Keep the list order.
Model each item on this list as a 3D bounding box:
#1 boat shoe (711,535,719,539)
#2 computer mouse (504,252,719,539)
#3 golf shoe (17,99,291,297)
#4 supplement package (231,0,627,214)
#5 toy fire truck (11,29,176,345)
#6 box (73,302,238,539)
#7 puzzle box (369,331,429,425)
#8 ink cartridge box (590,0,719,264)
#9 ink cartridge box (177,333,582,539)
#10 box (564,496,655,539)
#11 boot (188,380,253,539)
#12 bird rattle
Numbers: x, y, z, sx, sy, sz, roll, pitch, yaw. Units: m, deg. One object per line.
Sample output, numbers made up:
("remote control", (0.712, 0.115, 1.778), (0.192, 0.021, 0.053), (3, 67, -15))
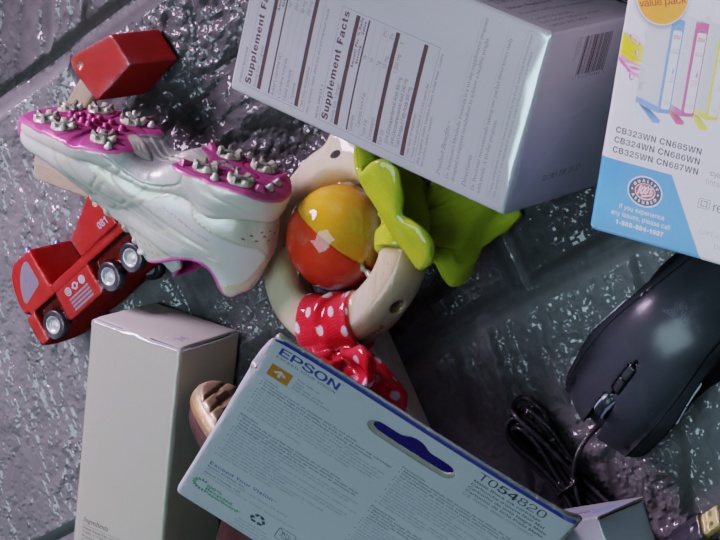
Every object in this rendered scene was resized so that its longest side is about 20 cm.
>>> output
("boat shoe", (0.227, 0.174, 1.236), (0.072, 0.072, 0.200), (33, 120, 44))
("computer mouse", (0.171, 0.087, 1.265), (0.200, 0.046, 0.140), (-46, 72, 33))
("golf shoe", (-0.137, -0.046, 1.385), (0.200, 0.075, 0.092), (22, 117, 28))
("supplement package", (0.043, -0.127, 1.270), (0.200, 0.114, 0.110), (26, 115, 28))
("toy fire truck", (-0.179, -0.054, 1.483), (0.200, 0.049, 0.141), (-38, 77, 35))
("box", (-0.140, 0.129, 1.481), (0.082, 0.068, 0.200), (19, 109, 31))
("puzzle box", (0.002, 0.148, 1.411), (0.133, 0.025, 0.200), (-26, 84, 36))
("ink cartridge box", (0.216, -0.111, 1.144), (0.129, 0.125, 0.200), (17, 110, 32))
("ink cartridge box", (0.011, 0.122, 1.264), (0.200, 0.041, 0.200), (33, 142, -1))
("box", (0.138, 0.240, 1.294), (0.156, 0.041, 0.200), (-19, 90, 58))
("boot", (-0.083, 0.190, 1.418), (0.166, 0.072, 0.200), (-44, 77, 31))
("bird rattle", (0.000, 0.000, 1.347), (0.163, 0.113, 0.200), (52, 123, 42))
